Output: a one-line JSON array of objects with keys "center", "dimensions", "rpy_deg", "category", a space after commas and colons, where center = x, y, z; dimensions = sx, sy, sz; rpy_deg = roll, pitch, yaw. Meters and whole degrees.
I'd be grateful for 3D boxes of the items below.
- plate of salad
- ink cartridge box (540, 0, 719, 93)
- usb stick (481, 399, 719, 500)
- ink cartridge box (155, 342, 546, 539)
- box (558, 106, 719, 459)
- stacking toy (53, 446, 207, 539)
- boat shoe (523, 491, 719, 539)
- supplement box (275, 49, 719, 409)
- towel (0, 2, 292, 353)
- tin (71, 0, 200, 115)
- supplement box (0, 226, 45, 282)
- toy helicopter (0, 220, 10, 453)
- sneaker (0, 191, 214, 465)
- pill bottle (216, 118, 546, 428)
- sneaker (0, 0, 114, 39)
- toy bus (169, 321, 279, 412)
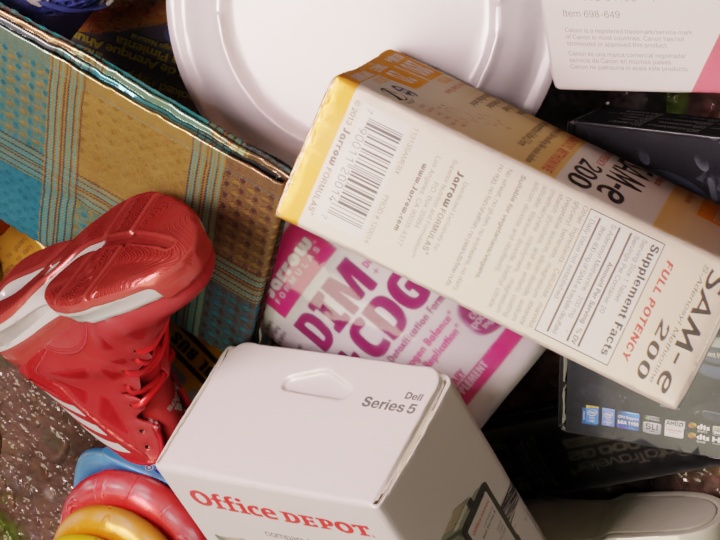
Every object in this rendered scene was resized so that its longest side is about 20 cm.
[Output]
[{"center": [0.003, -0.130, 1.224], "dimensions": [0.199, 0.048, 0.202], "rpy_deg": [3, 102, 13], "category": "plate of salad"}, {"center": [0.149, -0.186, 1.115], "dimensions": [0.145, 0.085, 0.201], "rpy_deg": [4, 121, 29], "category": "ink cartridge box"}, {"center": [0.148, 0.083, 1.309], "dimensions": [0.199, 0.033, 0.056], "rpy_deg": [-15, 114, 36], "category": "usb stick"}, {"center": [0.009, 0.137, 1.262], "dimensions": [0.145, 0.084, 0.200], "rpy_deg": [6, 141, 38], "category": "ink cartridge box"}, {"center": [0.196, 0.012, 1.208], "dimensions": [0.199, 0.043, 0.161], "rpy_deg": [9, 108, 26], "category": "box"}, {"center": [-0.162, 0.199, 1.451], "dimensions": [0.115, 0.200, 0.110], "rpy_deg": [20, 126, 20], "category": "stacking toy"}, {"center": [0.107, 0.159, 1.353], "dimensions": [0.199, 0.073, 0.062], "rpy_deg": [-5, 111, 27], "category": "boat shoe"}, {"center": [0.075, -0.023, 1.139], "dimensions": [0.199, 0.126, 0.074], "rpy_deg": [26, 104, 6], "category": "supplement box"}, {"center": [-0.127, -0.049, 1.248], "dimensions": [0.199, 0.022, 0.147], "rpy_deg": [30, 141, 11], "category": "towel"}, {"center": [-0.152, -0.138, 1.328], "dimensions": [0.199, 0.042, 0.112], "rpy_deg": [20, 124, 2], "category": "tin"}, {"center": [-0.190, -0.031, 1.420], "dimensions": [0.200, 0.067, 0.069], "rpy_deg": [50, 133, -3], "category": "supplement box"}, {"center": [-0.238, 0.037, 1.361], "dimensions": [0.078, 0.132, 0.201], "rpy_deg": [6, 122, 30], "category": "toy helicopter"}, {"center": [-0.104, 0.032, 1.247], "dimensions": [0.116, 0.079, 0.200], "rpy_deg": [45, 153, -19], "category": "sneaker"}, {"center": [0.000, 0.000, 1.293], "dimensions": [0.200, 0.113, 0.114], "rpy_deg": [39, 130, 5], "category": "pill bottle"}, {"center": [-0.119, -0.163, 1.198], "dimensions": [0.115, 0.080, 0.200], "rpy_deg": [56, 130, 29], "category": "sneaker"}, {"center": [-0.108, 0.023, 1.351], "dimensions": [0.200, 0.065, 0.078], "rpy_deg": [45, 87, -7], "category": "toy bus"}]
